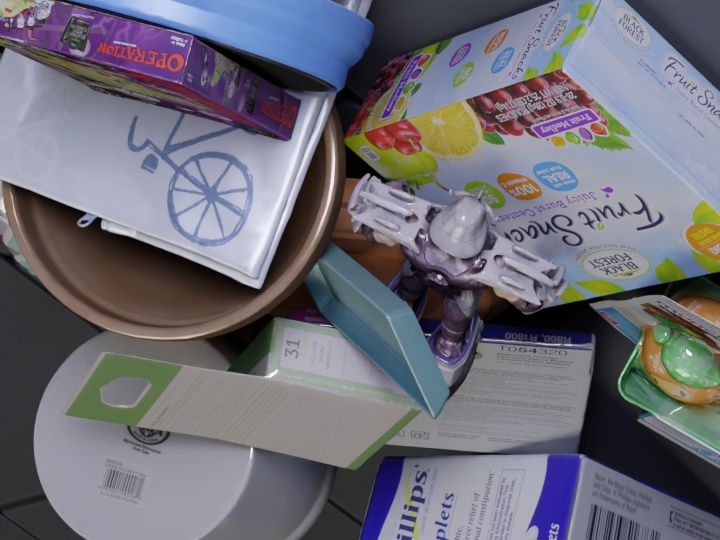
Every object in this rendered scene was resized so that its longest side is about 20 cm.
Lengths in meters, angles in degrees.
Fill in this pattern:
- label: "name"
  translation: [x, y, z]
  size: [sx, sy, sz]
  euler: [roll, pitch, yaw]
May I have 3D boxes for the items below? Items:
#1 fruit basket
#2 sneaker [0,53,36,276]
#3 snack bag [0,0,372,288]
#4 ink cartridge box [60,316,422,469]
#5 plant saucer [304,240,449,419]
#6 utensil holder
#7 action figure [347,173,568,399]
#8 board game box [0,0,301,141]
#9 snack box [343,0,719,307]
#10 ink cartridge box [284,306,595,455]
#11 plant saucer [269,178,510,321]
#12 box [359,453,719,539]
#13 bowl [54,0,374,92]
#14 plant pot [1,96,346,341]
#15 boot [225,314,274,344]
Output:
- label: "fruit basket"
  translation: [0.225, 0.070, 1.384]
  size: [0.185, 0.094, 0.200]
  euler: [30, 179, -5]
- label: "sneaker"
  translation: [-0.271, -0.086, 1.643]
  size: [0.140, 0.078, 0.200]
  euler: [18, 142, 22]
- label: "snack bag"
  translation: [-0.112, -0.109, 1.347]
  size: [0.200, 0.189, 0.021]
  euler: [20, 179, 14]
- label: "ink cartridge box"
  translation: [-0.073, 0.070, 1.490]
  size: [0.200, 0.048, 0.146]
  euler: [13, 158, -13]
- label: "plant saucer"
  translation: [0.001, 0.021, 1.367]
  size: [0.070, 0.019, 0.200]
  euler: [65, 169, -23]
- label: "utensil holder"
  translation: [-0.120, 0.121, 1.680]
  size: [0.170, 0.170, 0.200]
  euler: [20, 177, 15]
- label: "action figure"
  translation: [0.047, -0.001, 1.360]
  size: [0.130, 0.069, 0.200]
  euler: [35, 156, 8]
- label: "board game box"
  translation: [-0.113, -0.105, 1.233]
  size: [0.120, 0.032, 0.200]
  euler: [11, 178, 15]
- label: "snack box"
  translation: [0.116, -0.062, 1.329]
  size: [0.169, 0.068, 0.200]
  euler: [40, 153, -24]
- label: "ink cartridge box"
  translation: [0.051, 0.064, 1.560]
  size: [0.196, 0.043, 0.200]
  euler: [5, 154, 3]
- label: "plant saucer"
  translation: [0.000, 0.000, 1.520]
  size: [0.200, 0.032, 0.200]
  euler: [7, 156, 3]
- label: "box"
  translation: [0.130, 0.201, 1.682]
  size: [0.184, 0.105, 0.200]
  euler: [26, 158, -39]
- label: "bowl"
  translation: [-0.094, -0.134, 1.231]
  size: [0.200, 0.039, 0.201]
  euler: [16, 180, 0]
- label: "plant pot"
  translation: [-0.099, -0.056, 1.397]
  size: [0.201, 0.201, 0.093]
  euler: [20, 179, 15]
- label: "boot"
  translation: [-0.089, 0.012, 1.660]
  size: [0.200, 0.075, 0.107]
  euler: [19, 172, 3]
